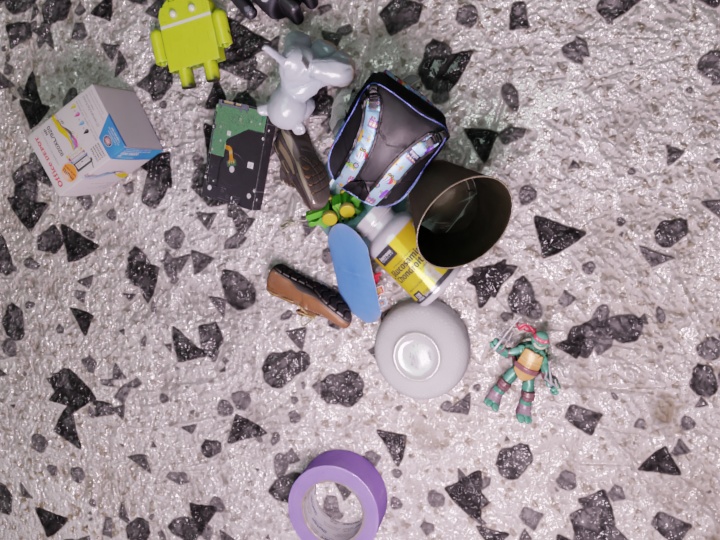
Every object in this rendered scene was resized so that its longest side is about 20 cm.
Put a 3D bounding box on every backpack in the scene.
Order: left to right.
[{"bbox_3d":[0.042,-0.227,1.181,0.180,0.135,0.201,29,119,-12],"label":"backpack"}]

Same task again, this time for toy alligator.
[{"bbox_3d":[-0.062,-0.108,1.293,0.197,0.060,0.054,-23,132,18],"label":"toy alligator"}]

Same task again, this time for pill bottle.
[{"bbox_3d":[0.087,-0.038,1.244,0.200,0.112,0.112,44,107,0],"label":"pill bottle"}]

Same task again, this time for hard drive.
[{"bbox_3d":[-0.249,-0.238,1.347,0.138,0.038,0.204,16,103,24],"label":"hard drive"}]

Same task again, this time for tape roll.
[{"bbox_3d":[-0.047,0.490,1.380,0.196,0.085,0.204,2,98,15],"label":"tape roll"}]

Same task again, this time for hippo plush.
[{"bbox_3d":[-0.102,-0.339,1.240,0.157,0.201,0.163,21,121,-1],"label":"hippo plush"}]

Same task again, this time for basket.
[{"bbox_3d":[0.159,-0.117,1.161,0.180,0.201,0.136,-39,113,10],"label":"basket"}]

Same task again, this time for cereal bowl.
[{"bbox_3d":[0.116,0.159,1.288,0.196,0.083,0.205,2,98,16],"label":"cereal bowl"}]

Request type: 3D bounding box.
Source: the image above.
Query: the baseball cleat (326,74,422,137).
[{"bbox_3d":[0.018,-0.326,1.254,0.199,0.070,0.107,-37,83,15],"label":"baseball cleat"}]

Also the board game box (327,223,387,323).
[{"bbox_3d":[0.000,0.000,1.284,0.038,0.157,0.204,-21,109,-26],"label":"board game box"}]

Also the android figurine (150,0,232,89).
[{"bbox_3d":[-0.350,-0.485,1.352,0.178,0.041,0.204,-8,97,17],"label":"android figurine"}]

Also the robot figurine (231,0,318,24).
[{"bbox_3d":[-0.169,-0.564,1.248,0.200,0.150,0.125,45,143,5],"label":"robot figurine"}]

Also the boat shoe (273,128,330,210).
[{"bbox_3d":[-0.119,-0.198,1.300,0.073,0.074,0.203,-39,60,37],"label":"boat shoe"}]

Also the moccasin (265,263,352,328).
[{"bbox_3d":[-0.108,0.065,1.344,0.199,0.074,0.079,26,113,8],"label":"moccasin"}]

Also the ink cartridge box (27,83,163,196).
[{"bbox_3d":[-0.557,-0.270,1.386,0.198,0.145,0.149,-29,90,18],"label":"ink cartridge box"}]

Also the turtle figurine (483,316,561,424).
[{"bbox_3d":[0.311,0.183,1.227,0.148,0.100,0.203,30,121,25],"label":"turtle figurine"}]

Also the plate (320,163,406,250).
[{"bbox_3d":[-0.006,-0.139,1.310,0.196,0.026,0.205,3,99,16],"label":"plate"}]
